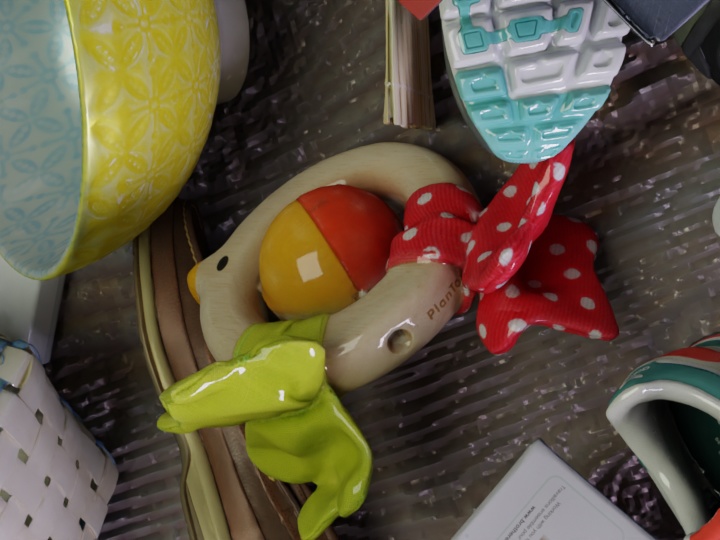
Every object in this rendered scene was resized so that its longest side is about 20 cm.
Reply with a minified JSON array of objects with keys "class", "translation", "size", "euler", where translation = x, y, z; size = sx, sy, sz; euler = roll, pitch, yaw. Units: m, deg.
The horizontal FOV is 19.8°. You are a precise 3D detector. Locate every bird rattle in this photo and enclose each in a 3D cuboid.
[{"class":"bird rattle","translation":[0.000,0.000,0.840],"size":[0.200,0.113,0.163],"euler":[-45,38,4]}]

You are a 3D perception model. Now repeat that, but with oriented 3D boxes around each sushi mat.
[{"class":"sushi mat","translation":[0.018,-0.157,0.836],"size":[0.012,0.096,0.201],"euler":[0,95,10]}]

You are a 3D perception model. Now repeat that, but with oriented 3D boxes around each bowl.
[{"class":"bowl","translation":[-0.113,-0.103,0.905],"size":[0.200,0.107,0.201],"euler":[36,133,52]}]

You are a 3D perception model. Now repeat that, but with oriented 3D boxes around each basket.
[{"class":"basket","translation":[-0.229,0.093,0.989],"size":[0.199,0.177,0.139],"euler":[2,56,19]}]

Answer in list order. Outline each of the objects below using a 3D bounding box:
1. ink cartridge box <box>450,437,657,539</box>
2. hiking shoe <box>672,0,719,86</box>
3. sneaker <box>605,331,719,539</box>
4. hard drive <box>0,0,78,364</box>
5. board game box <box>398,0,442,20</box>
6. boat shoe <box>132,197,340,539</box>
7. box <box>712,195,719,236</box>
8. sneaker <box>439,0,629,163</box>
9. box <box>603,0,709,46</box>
[{"class":"ink cartridge box","translation":[0.099,0.181,0.764],"size":[0.200,0.076,0.137],"euler":[40,86,16]},{"class":"hiking shoe","translation":[0.197,-0.129,0.724],"size":[0.200,0.076,0.101],"euler":[-41,92,28]},{"class":"sneaker","translation":[0.161,0.109,0.747],"size":[0.070,0.093,0.200],"euler":[-49,66,29]},{"class":"hard drive","translation":[-0.191,-0.068,1.036],"size":[0.132,0.027,0.201],"euler":[22,106,33]},{"class":"board game box","translation":[0.090,-0.167,0.664],"size":[0.019,0.103,0.200],"euler":[44,114,-7]},{"class":"boat shoe","translation":[-0.054,0.058,0.928],"size":[0.067,0.072,0.201],"euler":[-17,73,3]},{"class":"box","translation":[0.259,-0.037,0.612],"size":[0.200,0.171,0.199],"euler":[43,118,25]},{"class":"sneaker","translation":[0.059,-0.134,0.803],"size":[0.077,0.091,0.201],"euler":[0,76,-6]},{"class":"box","translation":[0.150,-0.169,0.613],"size":[0.051,0.158,0.200],"euler":[44,116,-8]}]
